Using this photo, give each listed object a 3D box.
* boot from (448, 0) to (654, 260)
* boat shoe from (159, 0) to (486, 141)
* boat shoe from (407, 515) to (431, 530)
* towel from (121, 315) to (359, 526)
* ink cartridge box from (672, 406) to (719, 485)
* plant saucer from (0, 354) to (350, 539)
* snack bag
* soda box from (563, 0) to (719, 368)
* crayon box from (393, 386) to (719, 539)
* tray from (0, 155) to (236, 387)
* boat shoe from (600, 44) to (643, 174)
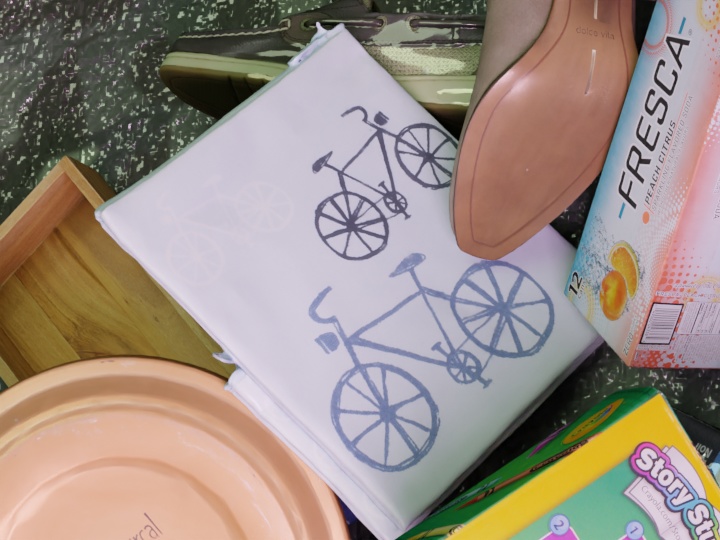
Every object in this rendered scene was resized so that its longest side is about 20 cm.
[{"bbox_3d":[0.079,-0.123,1.115,0.201,0.070,0.146,-60,28,22],"label":"boot"},{"bbox_3d":[-0.001,-0.102,1.206,0.200,0.072,0.066,7,71,23],"label":"boat shoe"},{"bbox_3d":[0.026,0.206,1.037,0.074,0.062,0.201,6,88,4],"label":"boat shoe"},{"bbox_3d":[-0.037,0.067,1.195,0.199,0.024,0.145,-32,63,16],"label":"towel"},{"bbox_3d":[0.122,0.164,1.070,0.099,0.039,0.201,26,86,30],"label":"ink cartridge box"},{"bbox_3d":[-0.101,0.137,1.050,0.199,0.032,0.202,0,90,-2],"label":"plant saucer"},{"bbox_3d":[0.000,0.000,1.092,0.200,0.021,0.188,44,52,6],"label":"snack bag"},{"bbox_3d":[0.153,-0.058,1.052,0.068,0.063,0.201,53,134,51],"label":"soda box"},{"bbox_3d":[0.113,0.161,0.957,0.118,0.058,0.201,-32,91,-13],"label":"crayon box"},{"bbox_3d":[-0.117,0.047,1.208,0.099,0.037,0.200,-46,60,9],"label":"tray"},{"bbox_3d":[0.182,-0.114,1.124,0.070,0.070,0.200,38,96,-7],"label":"boat shoe"}]
